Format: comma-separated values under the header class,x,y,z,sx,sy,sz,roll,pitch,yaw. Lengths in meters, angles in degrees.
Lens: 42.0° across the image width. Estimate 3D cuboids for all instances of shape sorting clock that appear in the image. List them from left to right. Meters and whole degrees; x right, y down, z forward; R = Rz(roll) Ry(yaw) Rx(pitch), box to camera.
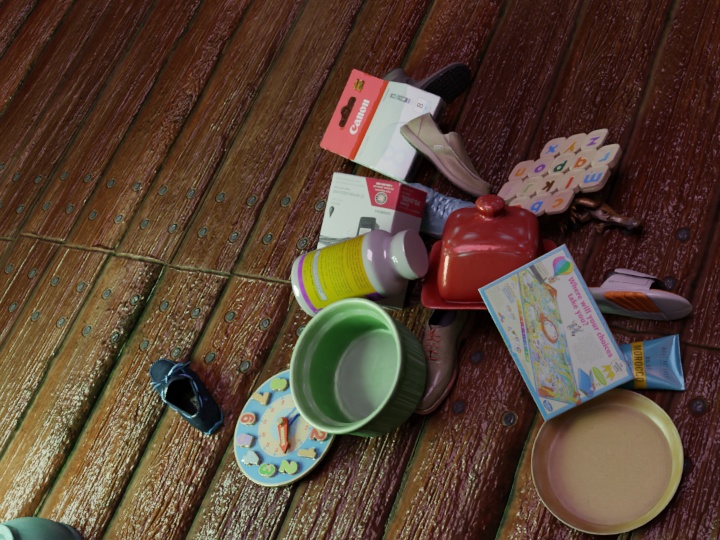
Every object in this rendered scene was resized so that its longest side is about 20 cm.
class,x,y,z,sx,sy,sz,roll,pitch,yaw
shape sorting clock,-0.120,0.246,1.494,0.199,0.039,0.201,-15,53,21

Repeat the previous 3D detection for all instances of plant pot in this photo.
class,x,y,z,sx,sy,sz,roll,pitch,yaw
plant pot,-0.565,0.489,1.526,0.199,0.134,0.202,-15,53,20
plant pot,0.325,0.253,1.239,0.199,0.028,0.201,-15,53,20

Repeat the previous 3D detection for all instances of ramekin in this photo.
class,x,y,z,sx,sy,sz,roll,pitch,yaw
ramekin,0.001,0.150,1.391,0.199,0.098,0.202,-14,64,31

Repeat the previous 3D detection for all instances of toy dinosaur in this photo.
class,x,y,z,sx,sy,sz,roll,pitch,yaw
toy dinosaur,0.354,-0.103,1.456,0.106,0.061,0.200,-19,45,-18

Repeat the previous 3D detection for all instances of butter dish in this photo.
class,x,y,z,sx,sy,sz,roll,pitch,yaw
butter dish,0.192,-0.042,1.383,0.198,0.149,0.200,1,33,11

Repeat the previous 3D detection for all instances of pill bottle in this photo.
class,x,y,z,sx,sy,sz,roll,pitch,yaw
pill bottle,0.000,0.000,1.425,0.199,0.104,0.105,-18,52,30

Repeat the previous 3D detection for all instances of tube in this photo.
class,x,y,z,sx,sy,sz,roll,pitch,yaw
tube,0.342,0.135,1.300,0.198,0.050,0.078,-7,71,20

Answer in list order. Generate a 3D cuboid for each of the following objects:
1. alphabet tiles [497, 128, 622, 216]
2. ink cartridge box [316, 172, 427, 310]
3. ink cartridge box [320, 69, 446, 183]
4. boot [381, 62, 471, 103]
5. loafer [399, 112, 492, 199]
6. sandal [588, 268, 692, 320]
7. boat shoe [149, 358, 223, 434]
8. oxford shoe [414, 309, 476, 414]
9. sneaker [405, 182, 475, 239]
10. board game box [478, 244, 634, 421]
class,x,y,z,sx,sy,sz,roll,pitch,yaw
alphabet tiles,0.311,-0.150,1.481,0.199,0.015,0.196,-6,40,46
ink cartridge box,0.011,-0.047,1.538,0.144,0.083,0.202,13,90,36
ink cartridge box,0.033,-0.264,1.681,0.199,0.047,0.161,25,92,20
boot,0.097,-0.347,1.750,0.199,0.068,0.131,-35,48,6
loafer,0.152,-0.195,1.573,0.200,0.076,0.068,44,99,15
sandal,0.366,0.026,1.334,0.205,0.079,0.060,3,64,34
boat shoe,-0.305,0.200,1.612,0.199,0.069,0.084,27,75,40
oxford shoe,0.112,0.118,1.421,0.070,0.075,0.201,6,63,32
sneaker,0.111,-0.106,1.568,0.199,0.082,0.074,9,65,34
board game box,0.266,0.084,1.278,0.134,0.034,0.201,-28,82,13
